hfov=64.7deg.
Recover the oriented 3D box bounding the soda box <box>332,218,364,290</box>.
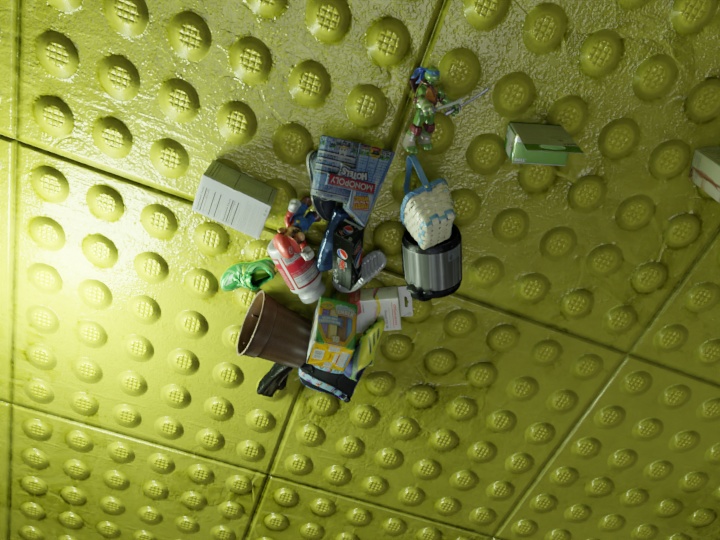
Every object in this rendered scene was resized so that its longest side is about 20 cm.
[{"bbox_3d":[-0.035,-0.040,1.579,0.069,0.064,0.204,27,143,18],"label":"soda box"}]

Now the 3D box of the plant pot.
[{"bbox_3d":[-0.252,0.194,1.740,0.194,0.203,0.203,24,120,-22],"label":"plant pot"}]

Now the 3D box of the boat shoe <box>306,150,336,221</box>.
[{"bbox_3d":[-0.094,-0.225,1.543,0.074,0.061,0.207,-27,121,-33],"label":"boat shoe"}]

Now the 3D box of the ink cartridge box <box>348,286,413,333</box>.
[{"bbox_3d":[0.065,0.120,1.747,0.192,0.068,0.120,-6,121,5],"label":"ink cartridge box"}]

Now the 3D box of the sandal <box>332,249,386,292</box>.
[{"bbox_3d":[0.002,0.007,1.689,0.199,0.049,0.085,-26,80,29],"label":"sandal"}]

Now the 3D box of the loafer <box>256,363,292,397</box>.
[{"bbox_3d":[-0.272,0.356,1.902,0.070,0.074,0.200,30,125,-22],"label":"loafer"}]

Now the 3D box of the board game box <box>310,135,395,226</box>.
[{"bbox_3d":[-0.024,-0.227,1.482,0.193,0.062,0.208,8,97,-20],"label":"board game box"}]

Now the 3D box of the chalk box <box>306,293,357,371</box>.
[{"bbox_3d":[-0.080,0.168,1.674,0.119,0.205,0.126,13,140,-10],"label":"chalk box"}]

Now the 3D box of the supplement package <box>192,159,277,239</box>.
[{"bbox_3d":[-0.340,-0.194,1.549,0.195,0.115,0.112,24,118,-11],"label":"supplement package"}]

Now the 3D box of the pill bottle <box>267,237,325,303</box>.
[{"bbox_3d":[-0.179,-0.009,1.653,0.109,0.114,0.204,-20,119,13],"label":"pill bottle"}]

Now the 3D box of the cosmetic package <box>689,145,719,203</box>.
[{"bbox_3d":[0.931,-0.236,1.433,0.099,0.202,0.090,-4,121,4],"label":"cosmetic package"}]

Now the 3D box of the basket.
[{"bbox_3d":[0.163,-0.175,1.472,0.136,0.204,0.177,-25,159,-9],"label":"basket"}]

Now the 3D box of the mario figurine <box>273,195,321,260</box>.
[{"bbox_3d":[-0.157,-0.112,1.532,0.121,0.203,0.107,27,138,-2],"label":"mario figurine"}]

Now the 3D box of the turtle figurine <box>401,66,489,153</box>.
[{"bbox_3d":[0.189,-0.379,1.402,0.194,0.146,0.198,21,128,2],"label":"turtle figurine"}]

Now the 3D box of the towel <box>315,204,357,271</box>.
[{"bbox_3d":[-0.065,-0.094,1.608,0.048,0.110,0.204,41,126,27],"label":"towel"}]

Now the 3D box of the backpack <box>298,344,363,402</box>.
[{"bbox_3d":[-0.095,0.302,1.820,0.193,0.136,0.187,18,120,-10],"label":"backpack"}]

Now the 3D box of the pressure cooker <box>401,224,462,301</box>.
[{"bbox_3d":[0.202,-0.017,1.599,0.169,0.181,0.206,-7,120,3],"label":"pressure cooker"}]

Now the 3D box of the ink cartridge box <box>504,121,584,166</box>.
[{"bbox_3d":[0.449,-0.298,1.411,0.142,0.202,0.078,4,123,0],"label":"ink cartridge box"}]

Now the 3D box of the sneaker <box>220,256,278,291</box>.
[{"bbox_3d":[-0.336,0.017,1.690,0.194,0.085,0.076,-19,120,13],"label":"sneaker"}]

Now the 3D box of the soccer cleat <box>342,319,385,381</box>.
[{"bbox_3d":[0.021,0.240,1.712,0.083,0.065,0.202,37,91,5],"label":"soccer cleat"}]
